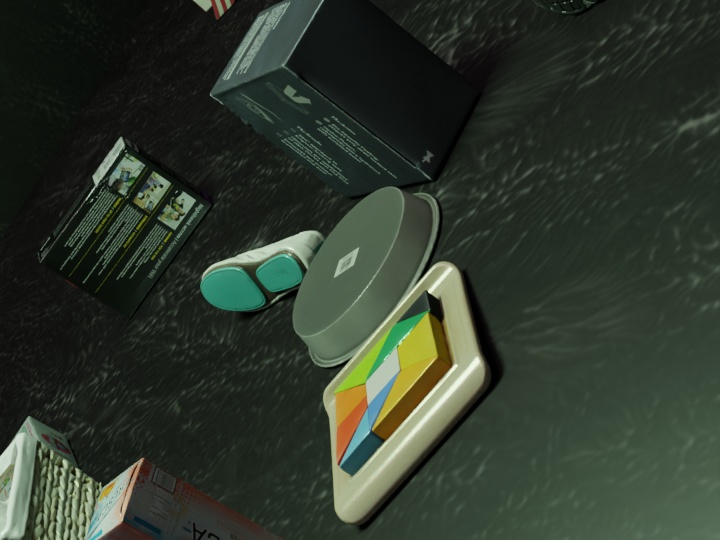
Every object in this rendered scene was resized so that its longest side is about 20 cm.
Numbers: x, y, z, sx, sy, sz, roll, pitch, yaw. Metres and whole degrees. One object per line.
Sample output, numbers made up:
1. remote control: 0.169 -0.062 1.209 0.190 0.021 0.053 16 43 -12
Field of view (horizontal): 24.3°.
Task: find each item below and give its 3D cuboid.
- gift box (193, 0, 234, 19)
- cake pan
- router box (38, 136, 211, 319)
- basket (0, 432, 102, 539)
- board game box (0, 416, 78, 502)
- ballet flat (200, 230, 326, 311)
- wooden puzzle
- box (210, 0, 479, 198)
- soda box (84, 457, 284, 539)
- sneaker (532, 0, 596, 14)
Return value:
1. gift box: -0.261 -0.556 2.855 0.200 0.184 0.187 -47 13 30
2. cake pan: 0.000 0.000 1.641 0.200 0.037 0.201 -45 24 26
3. router box: -0.319 -0.056 2.264 0.200 0.149 0.051 -53 21 7
4. basket: -0.376 0.305 1.890 0.136 0.123 0.200 -49 21 18
5. board game box: -0.444 0.302 2.128 0.201 0.064 0.148 -57 22 2
6. ballet flat: -0.100 -0.001 1.843 0.199 0.069 0.070 -19 41 52
7. wooden puzzle: 0.030 0.097 1.432 0.185 0.037 0.200 -49 22 16
8. box: -0.018 -0.183 1.730 0.118 0.196 0.200 -60 22 -16
9. soda box: -0.117 0.231 1.323 0.068 0.199 0.064 -38 27 41
10. sneaker: 0.227 -0.308 1.572 0.199 0.076 0.092 -12 39 51
